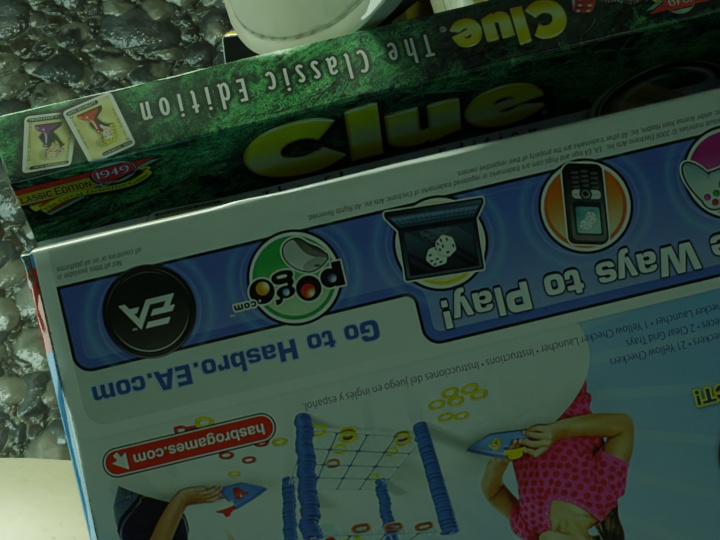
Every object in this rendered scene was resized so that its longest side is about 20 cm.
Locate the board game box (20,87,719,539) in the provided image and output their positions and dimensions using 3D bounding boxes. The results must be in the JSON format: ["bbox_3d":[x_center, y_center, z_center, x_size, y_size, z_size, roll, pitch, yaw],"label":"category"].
[{"bbox_3d":[0.037,0.069,0.612,0.056,0.199,0.197,120,137,-85],"label":"board game box"}]

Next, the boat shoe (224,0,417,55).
[{"bbox_3d":[0.026,-0.104,0.615,0.200,0.063,0.073,-32,70,57],"label":"boat shoe"}]

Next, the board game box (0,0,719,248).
[{"bbox_3d":[0.011,-0.033,0.653,0.105,0.199,0.024,79,177,-65],"label":"board game box"}]

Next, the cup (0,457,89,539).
[{"bbox_3d":[-0.042,0.144,0.715,0.200,0.143,0.201,-9,-90,-82],"label":"cup"}]

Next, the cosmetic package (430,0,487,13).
[{"bbox_3d":[0.050,-0.136,0.721,0.200,0.071,0.105,79,177,-52],"label":"cosmetic package"}]

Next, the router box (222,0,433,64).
[{"bbox_3d":[0.000,0.000,0.842,0.157,0.052,0.201,-63,-29,-70],"label":"router box"}]
